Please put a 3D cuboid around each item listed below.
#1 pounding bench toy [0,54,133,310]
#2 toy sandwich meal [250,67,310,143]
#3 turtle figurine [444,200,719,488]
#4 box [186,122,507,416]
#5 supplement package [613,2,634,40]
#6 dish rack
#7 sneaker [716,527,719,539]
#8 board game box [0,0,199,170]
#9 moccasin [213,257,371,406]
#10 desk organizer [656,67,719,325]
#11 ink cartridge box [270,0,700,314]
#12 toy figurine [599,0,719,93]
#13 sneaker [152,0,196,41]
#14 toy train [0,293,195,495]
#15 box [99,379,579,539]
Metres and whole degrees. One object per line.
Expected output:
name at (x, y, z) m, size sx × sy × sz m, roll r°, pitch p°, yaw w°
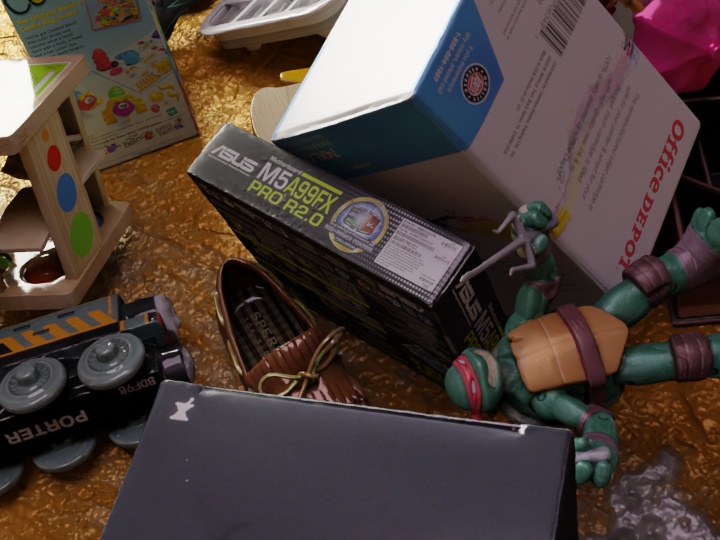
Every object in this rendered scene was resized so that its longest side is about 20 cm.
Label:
pounding bench toy at (-0.265, -0.035, 0.750) m, size 0.123 × 0.157 × 0.201 m, roll -1°, pitch 35°, yaw 13°
toy sandwich meal at (0.007, -0.116, 0.830) m, size 0.203 × 0.071 × 0.207 m, roll -7°, pitch 49°, yaw 8°
turtle figurine at (0.116, 0.038, 0.566) m, size 0.198 × 0.101 × 0.151 m, roll -17°, pitch 74°, yaw -10°
box at (0.000, 0.000, 0.673) m, size 0.199 × 0.160 × 0.044 m, roll 29°, pitch 75°, yaw 32°
supplement package at (0.318, -0.259, 0.826) m, size 0.190 × 0.148 × 0.201 m, roll 20°, pitch 58°, yaw 27°
dish rack at (-0.038, -0.267, 0.963) m, size 0.170 × 0.044 × 0.201 m, roll 0°, pitch 47°, yaw 41°
sneaker at (0.206, 0.143, 0.514) m, size 0.080 × 0.147 × 0.201 m, roll 9°, pitch 53°, yaw 21°
board game box at (-0.218, -0.199, 0.868) m, size 0.104 × 0.201 × 0.104 m, roll -20°, pitch 49°, yaw -5°
moccasin at (-0.040, 0.065, 0.684) m, size 0.073 × 0.078 × 0.202 m, roll -24°, pitch 49°, yaw -8°
desk organizer at (0.236, -0.068, 0.731) m, size 0.071 × 0.077 × 0.201 m, roll -5°, pitch 50°, yaw 9°
ink cartridge box at (0.082, -0.086, 0.661) m, size 0.145 × 0.200 × 0.148 m, roll -6°, pitch 50°, yaw 54°
toy figurine at (0.170, -0.193, 0.718) m, size 0.184 × 0.151 × 0.200 m, roll 38°, pitch 23°, yaw 5°
sneaker at (-0.180, -0.269, 0.978) m, size 0.075 × 0.079 × 0.200 m, roll 44°, pitch 77°, yaw 4°
toy train at (-0.211, 0.075, 0.719) m, size 0.198 × 0.086 × 0.114 m, roll -18°, pitch 39°, yaw -3°
box at (0.002, 0.163, 0.511) m, size 0.194 × 0.201 × 0.118 m, roll 4°, pitch 51°, yaw 18°
